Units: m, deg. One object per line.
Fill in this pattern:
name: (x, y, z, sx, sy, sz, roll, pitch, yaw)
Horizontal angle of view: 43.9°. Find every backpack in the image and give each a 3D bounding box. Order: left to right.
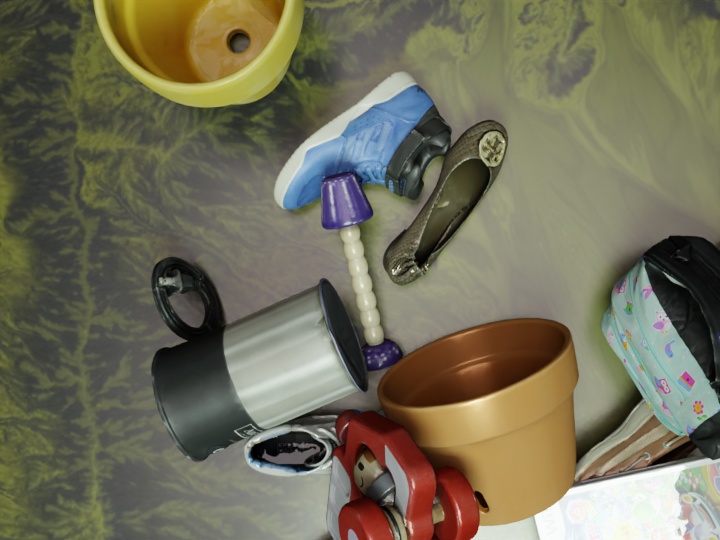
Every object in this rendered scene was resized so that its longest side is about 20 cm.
backpack: (0.324, 0.069, 0.855, 0.164, 0.127, 0.202, -9, 56, -36)

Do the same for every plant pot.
plant pot: (-0.146, -0.259, 0.920, 0.195, 0.189, 0.206, 0, 87, 6)
plant pot: (0.128, 0.151, 0.877, 0.196, 0.200, 0.143, -18, 102, 4)

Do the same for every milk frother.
milk frother: (-0.109, 0.056, 0.902, 0.185, 0.180, 0.204, -22, 91, 8)

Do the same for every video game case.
video game case: (0.275, 0.265, 0.860, 0.196, 0.018, 0.147, -15, 90, 13)

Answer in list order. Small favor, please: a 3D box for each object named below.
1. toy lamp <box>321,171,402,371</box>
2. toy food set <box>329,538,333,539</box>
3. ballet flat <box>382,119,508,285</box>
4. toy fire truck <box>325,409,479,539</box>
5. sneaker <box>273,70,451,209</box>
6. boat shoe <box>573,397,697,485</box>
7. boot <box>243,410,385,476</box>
toy lamp: (0.000, 0.000, 0.928, 0.057, 0.058, 0.204, -13, 105, 5)
toy food set: (-0.002, 0.354, 0.893, 0.196, 0.049, 0.202, -34, 46, 6)
ballet flat: (0.095, -0.068, 0.944, 0.067, 0.046, 0.201, 36, 93, -27)
toy fire truck: (0.015, 0.219, 0.819, 0.110, 0.168, 0.204, -14, 128, -26)
sneaker: (0.008, -0.109, 0.950, 0.199, 0.077, 0.112, -39, 74, -4)
boat shoe: (0.268, 0.205, 0.897, 0.200, 0.076, 0.072, -47, 55, 2)
boot: (-0.022, 0.187, 0.926, 0.195, 0.096, 0.076, -6, 86, 5)
